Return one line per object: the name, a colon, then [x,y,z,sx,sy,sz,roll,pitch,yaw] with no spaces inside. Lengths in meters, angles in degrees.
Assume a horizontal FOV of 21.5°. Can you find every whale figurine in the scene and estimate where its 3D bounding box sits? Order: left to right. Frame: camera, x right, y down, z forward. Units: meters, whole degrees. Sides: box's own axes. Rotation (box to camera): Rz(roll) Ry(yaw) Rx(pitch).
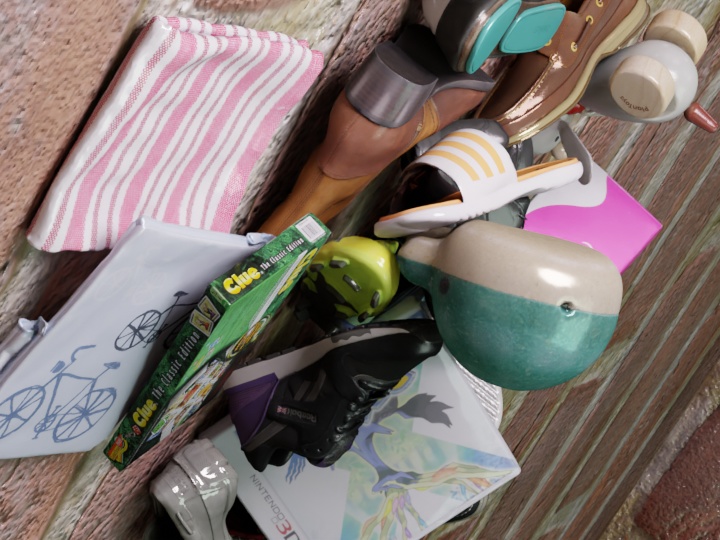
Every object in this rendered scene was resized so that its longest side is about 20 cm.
whale figurine: [0.093,0.021,1.296,0.158,0.200,0.105,11,95,-24]

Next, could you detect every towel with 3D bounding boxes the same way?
towel: [-0.100,-0.074,1.095,0.147,0.030,0.200,-59,161,15]

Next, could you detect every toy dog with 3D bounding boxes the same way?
toy dog: [0.216,-0.129,1.534,0.132,0.096,0.200,-44,-169,-16]

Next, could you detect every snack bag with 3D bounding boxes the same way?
snack bag: [-0.154,0.041,1.147,0.200,0.021,0.188,-48,162,13]

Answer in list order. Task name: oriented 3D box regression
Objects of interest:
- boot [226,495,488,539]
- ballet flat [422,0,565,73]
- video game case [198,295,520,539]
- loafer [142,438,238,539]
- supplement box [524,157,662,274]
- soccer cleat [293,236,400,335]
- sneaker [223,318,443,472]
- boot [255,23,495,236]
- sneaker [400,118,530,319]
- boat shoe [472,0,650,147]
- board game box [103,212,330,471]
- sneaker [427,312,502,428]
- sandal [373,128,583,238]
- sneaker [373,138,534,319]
boot: [-0.012,0.187,1.554,0.153,0.202,0.074,-15,104,-55]
ballet flat: [0.080,-0.173,1.283,0.068,0.068,0.200,-58,168,17]
video game case: [0.002,0.143,1.480,0.199,0.022,0.183,-33,117,-1]
loafer: [-0.137,0.203,1.458,0.070,0.070,0.201,-31,149,-26]
supplement box: [0.173,-0.012,1.678,0.103,0.101,0.200,-46,176,-20]
soccer cleat: [-0.001,-0.001,1.369,0.084,0.065,0.200,-47,179,-15]
sneaker: [-0.012,0.092,1.357,0.199,0.088,0.075,-21,169,41]
boot: [0.001,-0.066,1.304,0.201,0.068,0.188,-54,175,23]
sneaker: [0.086,-0.022,1.425,0.090,0.076,0.201,-13,120,-8]
boat shoe: [0.146,-0.171,1.471,0.200,0.072,0.068,-48,118,-26]
board game box: [-0.095,0.048,1.226,0.105,0.023,0.200,-34,166,-44]
sneaker: [0.074,0.052,1.620,0.114,0.072,0.202,147,-52,-73]
sandal: [0.077,-0.070,1.322,0.079,0.060,0.206,-12,-174,42]
sneaker: [0.067,-0.038,1.495,0.201,0.075,0.079,-55,159,5]
